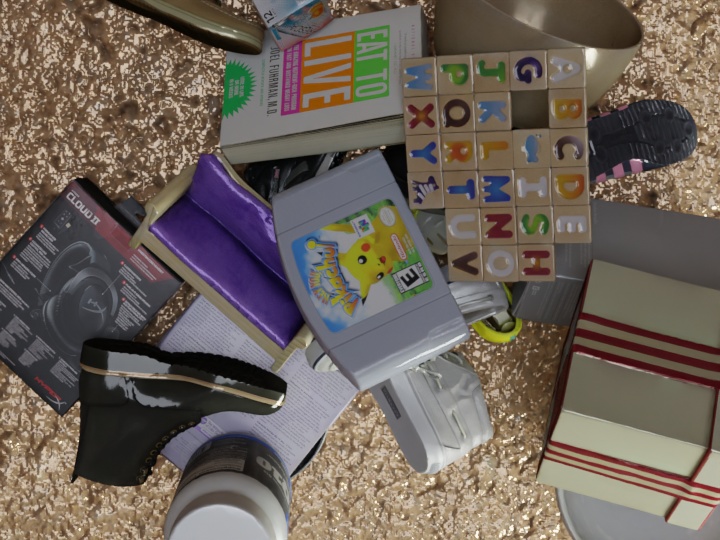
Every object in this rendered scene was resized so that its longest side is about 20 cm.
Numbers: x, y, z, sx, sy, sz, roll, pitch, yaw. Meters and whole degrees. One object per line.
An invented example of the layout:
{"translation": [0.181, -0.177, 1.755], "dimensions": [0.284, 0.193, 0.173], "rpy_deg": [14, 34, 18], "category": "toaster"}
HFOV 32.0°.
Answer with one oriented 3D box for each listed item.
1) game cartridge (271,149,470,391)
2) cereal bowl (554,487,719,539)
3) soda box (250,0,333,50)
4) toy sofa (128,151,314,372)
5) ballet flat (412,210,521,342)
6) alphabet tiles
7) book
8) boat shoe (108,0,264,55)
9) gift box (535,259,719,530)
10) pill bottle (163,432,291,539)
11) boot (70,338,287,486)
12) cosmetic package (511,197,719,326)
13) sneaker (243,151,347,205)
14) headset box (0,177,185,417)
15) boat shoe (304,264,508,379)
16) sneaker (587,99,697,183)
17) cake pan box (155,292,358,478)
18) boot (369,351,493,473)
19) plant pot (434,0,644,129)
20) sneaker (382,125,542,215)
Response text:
{"translation": [0.000, 0.000, 1.149], "dimensions": [0.132, 0.041, 0.202], "rpy_deg": [-25, 74, -4], "category": "game cartridge"}
{"translation": [0.289, 0.214, 1.258], "dimensions": [0.197, 0.083, 0.203], "rpy_deg": [0, 77, 1], "category": "cereal bowl"}
{"translation": [-0.101, -0.314, 1.195], "dimensions": [0.063, 0.068, 0.202], "rpy_deg": [-30, 78, 1], "category": "soda box"}
{"translation": [-0.113, -0.010, 1.193], "dimensions": [0.200, 0.083, 0.098], "rpy_deg": [41, 132, -1], "category": "toy sofa"}
{"translation": [0.102, -0.015, 1.253], "dimensions": [0.066, 0.067, 0.201], "rpy_deg": [-33, 95, 0], "category": "ballet flat"}
{"translation": [0.120, -0.090, 1.108], "dimensions": [0.165, 0.008, 0.203], "rpy_deg": [0, 100, 20], "category": "alphabet tiles"}
{"translation": [-0.033, -0.179, 1.201], "dimensions": [0.197, 0.048, 0.135], "rpy_deg": [-8, 61, 13], "category": "book"}
{"translation": [-0.175, -0.269, 1.209], "dimensions": [0.198, 0.074, 0.067], "rpy_deg": [25, 88, 10], "category": "boat shoe"}
{"translation": [0.273, 0.117, 1.152], "dimensions": [0.184, 0.201, 0.187], "rpy_deg": [14, 64, 8], "category": "gift box"}
{"translation": [-0.121, 0.229, 1.157], "dimensions": [0.112, 0.200, 0.116], "rpy_deg": [0, 98, -2], "category": "pill bottle"}
{"translation": [-0.175, 0.150, 1.200], "dimensions": [0.197, 0.077, 0.140], "rpy_deg": [11, 98, 4], "category": "boot"}
{"translation": [0.255, -0.002, 1.229], "dimensions": [0.197, 0.091, 0.108], "rpy_deg": [12, 54, -3], "category": "cosmetic package"}
{"translation": [-0.069, -0.101, 1.241], "dimensions": [0.087, 0.076, 0.202], "rpy_deg": [24, 94, 3], "category": "sneaker"}
{"translation": [-0.277, 0.017, 1.244], "dimensions": [0.149, 0.077, 0.200], "rpy_deg": [42, 92, -5], "category": "headset box"}
{"translation": [0.050, 0.065, 1.185], "dimensions": [0.200, 0.075, 0.087], "rpy_deg": [-26, 74, -5], "category": "boat shoe"}
{"translation": [0.243, -0.124, 1.241], "dimensions": [0.198, 0.082, 0.071], "rpy_deg": [-12, 89, -30], "category": "sneaker"}
{"translation": [-0.122, 0.128, 1.271], "dimensions": [0.199, 0.052, 0.185], "rpy_deg": [38, 96, -4], "category": "cake pan box"}
{"translation": [0.059, 0.098, 1.271], "dimensions": [0.095, 0.073, 0.202], "rpy_deg": [-21, 83, -28], "category": "boot"}
{"translation": [0.150, -0.203, 1.191], "dimensions": [0.198, 0.201, 0.136], "rpy_deg": [21, 123, -3], "category": "plant pot"}
{"translation": [0.100, -0.105, 1.192], "dimensions": [0.198, 0.107, 0.075], "rpy_deg": [20, 60, 26], "category": "sneaker"}
